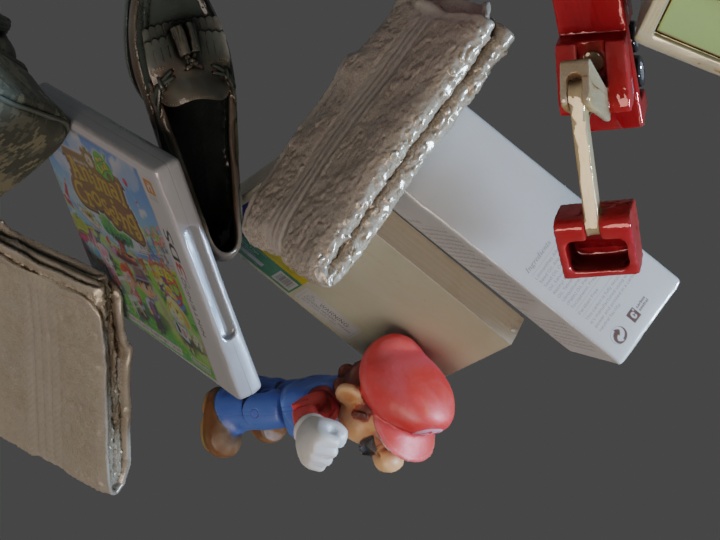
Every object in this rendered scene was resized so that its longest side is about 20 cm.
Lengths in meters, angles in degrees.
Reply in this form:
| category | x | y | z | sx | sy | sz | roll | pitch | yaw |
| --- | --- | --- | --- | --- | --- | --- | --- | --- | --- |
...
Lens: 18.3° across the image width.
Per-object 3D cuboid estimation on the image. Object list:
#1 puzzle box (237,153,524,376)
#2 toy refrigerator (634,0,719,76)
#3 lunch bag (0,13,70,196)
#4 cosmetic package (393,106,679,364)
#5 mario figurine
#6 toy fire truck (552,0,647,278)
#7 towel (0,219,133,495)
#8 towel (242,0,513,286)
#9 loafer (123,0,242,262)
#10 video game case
| category | x | y | z | sx | sy | sz | roll | pitch | yaw |
| --- | --- | --- | --- | --- | --- | --- | --- | --- | --- |
| puzzle box | 0.000 | 0.000 | 1.532 | 0.200 | 0.025 | 0.133 | 39 | 147 | -14 |
| toy refrigerator | 0.275 | -0.145 | 1.365 | 0.200 | 0.070 | 0.076 | 23 | 127 | -1 |
| lunch bag | -0.300 | -0.127 | 1.419 | 0.139 | 0.200 | 0.168 | -39 | 77 | 9 |
| cosmetic package | 0.100 | -0.028 | 1.461 | 0.200 | 0.101 | 0.071 | 38 | 84 | -14 |
| mario figurine | -0.017 | 0.113 | 1.566 | 0.200 | 0.123 | 0.106 | -8 | 129 | 42 |
| toy fire truck | 0.141 | -0.112 | 1.371 | 0.049 | 0.141 | 0.200 | -4 | 118 | 16 |
| towel | -0.227 | 0.063 | 1.633 | 0.132 | 0.034 | 0.200 | 26 | 132 | 25 |
| towel | 0.007 | -0.087 | 1.383 | 0.034 | 0.133 | 0.200 | 35 | 89 | -25 |
| loafer | -0.105 | -0.102 | 1.463 | 0.072 | 0.063 | 0.200 | -15 | 107 | -21 |
| video game case | -0.149 | -0.022 | 1.505 | 0.200 | 0.022 | 0.182 | 31 | 145 | 52 |
